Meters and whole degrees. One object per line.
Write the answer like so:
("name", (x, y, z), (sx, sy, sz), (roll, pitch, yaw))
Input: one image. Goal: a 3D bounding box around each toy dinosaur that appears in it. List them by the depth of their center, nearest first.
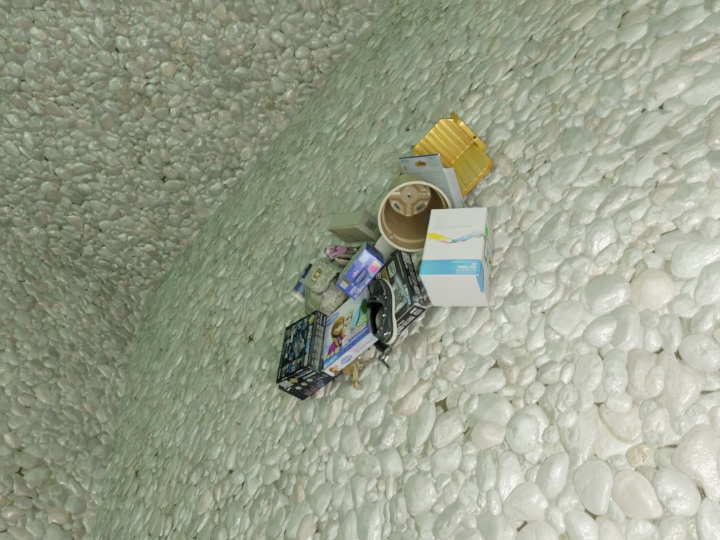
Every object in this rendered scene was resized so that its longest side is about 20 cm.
("toy dinosaur", (-0.022, 0.256, 1.650), (0.101, 0.058, 0.200), (-48, 31, 16))

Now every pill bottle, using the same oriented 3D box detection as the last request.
("pill bottle", (-0.152, 0.028, 2.004), (0.201, 0.111, 0.111), (-59, 30, -4))

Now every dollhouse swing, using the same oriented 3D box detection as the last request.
("dollhouse swing", (0.269, -0.335, 1.693), (0.200, 0.182, 0.176), (-44, 14, 20))

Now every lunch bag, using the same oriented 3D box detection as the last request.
("lunch bag", (-0.111, 0.069, 1.826), (0.164, 0.117, 0.202), (-148, 58, -60))

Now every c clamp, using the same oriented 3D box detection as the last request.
("c clamp", (0.101, 0.169, 1.591), (0.201, 0.027, 0.171), (-60, 25, -2))

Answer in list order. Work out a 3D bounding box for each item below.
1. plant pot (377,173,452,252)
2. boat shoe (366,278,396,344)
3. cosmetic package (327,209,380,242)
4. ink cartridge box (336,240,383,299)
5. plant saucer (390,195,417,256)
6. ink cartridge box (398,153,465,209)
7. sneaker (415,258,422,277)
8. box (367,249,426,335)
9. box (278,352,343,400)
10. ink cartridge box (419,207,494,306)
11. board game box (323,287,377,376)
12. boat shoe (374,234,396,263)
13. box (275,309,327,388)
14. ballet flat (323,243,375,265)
("plant pot", (0.144, -0.180, 1.576), (0.200, 0.200, 0.184), (-45, 19, 19))
("boat shoe", (0.047, 0.101, 1.512), (0.074, 0.066, 0.201), (-39, 44, 43))
("cosmetic package", (-0.019, -0.154, 1.991), (0.199, 0.103, 0.074), (0, 62, 57))
("ink cartridge box", (0.000, 0.000, 1.635), (0.137, 0.076, 0.200), (-51, 4, 10))
("plant saucer", (0.132, -0.141, 1.775), (0.200, 0.036, 0.202), (-29, 56, 57))
("ink cartridge box", (0.213, -0.253, 1.665), (0.040, 0.201, 0.199), (-31, 22, -24))
("sneaker", (0.218, -0.065, 1.591), (0.200, 0.076, 0.114), (-53, 28, 1))
("box", (0.097, 0.068, 1.564), (0.158, 0.050, 0.201), (-47, 39, 34))
("box", (-0.154, 0.295, 1.757), (0.200, 0.106, 0.123), (-39, 34, 29))
("ink cartridge box", (0.245, -0.033, 1.401), (0.145, 0.147, 0.201), (-1, 57, 23))
("board game box", (-0.033, 0.173, 1.646), (0.200, 0.041, 0.200), (-42, 30, 25))
("boat shoe", (0.069, -0.076, 1.762), (0.062, 0.072, 0.201), (-99, 26, -43))
("box", (-0.176, 0.235, 1.693), (0.159, 0.046, 0.201), (-31, 39, 36))
("ballet flat", (-0.023, -0.046, 1.841), (0.069, 0.199, 0.072), (-55, 44, 50))
